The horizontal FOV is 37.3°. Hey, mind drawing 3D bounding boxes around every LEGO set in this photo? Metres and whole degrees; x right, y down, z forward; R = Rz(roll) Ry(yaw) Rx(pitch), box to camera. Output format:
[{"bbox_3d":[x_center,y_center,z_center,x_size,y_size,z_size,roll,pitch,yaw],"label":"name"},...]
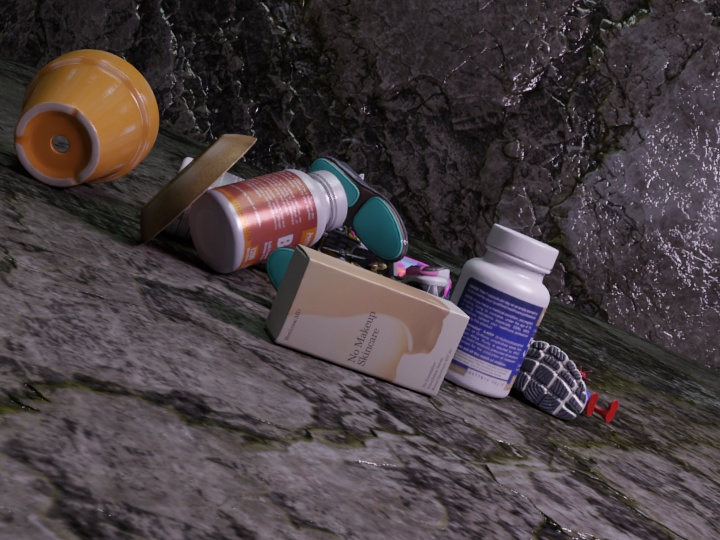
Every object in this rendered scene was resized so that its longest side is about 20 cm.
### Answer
[{"bbox_3d":[0.000,0.000,1.527,0.154,0.116,0.200,22,7,-8],"label":"LEGO set"}]

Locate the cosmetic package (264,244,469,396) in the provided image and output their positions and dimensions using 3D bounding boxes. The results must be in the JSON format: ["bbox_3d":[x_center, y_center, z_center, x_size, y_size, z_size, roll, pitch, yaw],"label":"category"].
[{"bbox_3d":[0.007,0.056,1.181,0.200,0.105,0.071,19,8,-19],"label":"cosmetic package"}]

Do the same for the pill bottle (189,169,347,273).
[{"bbox_3d":[-0.119,-0.073,1.433,0.200,0.112,0.112,-19,34,-38],"label":"pill bottle"}]

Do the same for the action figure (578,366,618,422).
[{"bbox_3d":[0.300,0.162,1.580,0.065,0.052,0.200,15,7,-29],"label":"action figure"}]

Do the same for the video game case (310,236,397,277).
[{"bbox_3d":[-0.038,-0.025,1.675,0.200,0.018,0.143,18,-23,10],"label":"video game case"}]

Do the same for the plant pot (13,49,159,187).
[{"bbox_3d":[-0.417,-0.209,1.572,0.200,0.200,0.183,22,23,-5],"label":"plant pot"}]

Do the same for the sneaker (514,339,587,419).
[{"bbox_3d":[0.227,0.127,1.442,0.200,0.078,0.080,41,-5,31],"label":"sneaker"}]

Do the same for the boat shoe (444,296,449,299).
[{"bbox_3d":[0.177,0.080,1.730,0.200,0.062,0.075,24,4,7],"label":"boat shoe"}]

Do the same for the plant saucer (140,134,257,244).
[{"bbox_3d":[-0.218,-0.115,1.372,0.035,0.200,0.200,48,2,-12],"label":"plant saucer"}]

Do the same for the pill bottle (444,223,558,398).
[{"bbox_3d":[0.171,0.049,1.361,0.120,0.200,0.120,23,7,-3],"label":"pill bottle"}]

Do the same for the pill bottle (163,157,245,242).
[{"bbox_3d":[-0.181,-0.076,1.546,0.200,0.114,0.114,22,7,-10],"label":"pill bottle"}]

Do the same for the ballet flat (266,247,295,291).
[{"bbox_3d":[-0.029,0.042,1.303,0.200,0.068,0.068,36,2,18],"label":"ballet flat"}]

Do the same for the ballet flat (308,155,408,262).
[{"bbox_3d":[0.008,-0.088,1.507,0.200,0.073,0.073,47,16,21],"label":"ballet flat"}]

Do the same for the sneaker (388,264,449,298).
[{"bbox_3d":[0.078,0.051,1.610,0.080,0.086,0.200,7,-12,-5],"label":"sneaker"}]

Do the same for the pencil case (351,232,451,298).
[{"bbox_3d":[0.057,0.007,1.804,0.200,0.088,0.088,25,7,4],"label":"pencil case"}]
